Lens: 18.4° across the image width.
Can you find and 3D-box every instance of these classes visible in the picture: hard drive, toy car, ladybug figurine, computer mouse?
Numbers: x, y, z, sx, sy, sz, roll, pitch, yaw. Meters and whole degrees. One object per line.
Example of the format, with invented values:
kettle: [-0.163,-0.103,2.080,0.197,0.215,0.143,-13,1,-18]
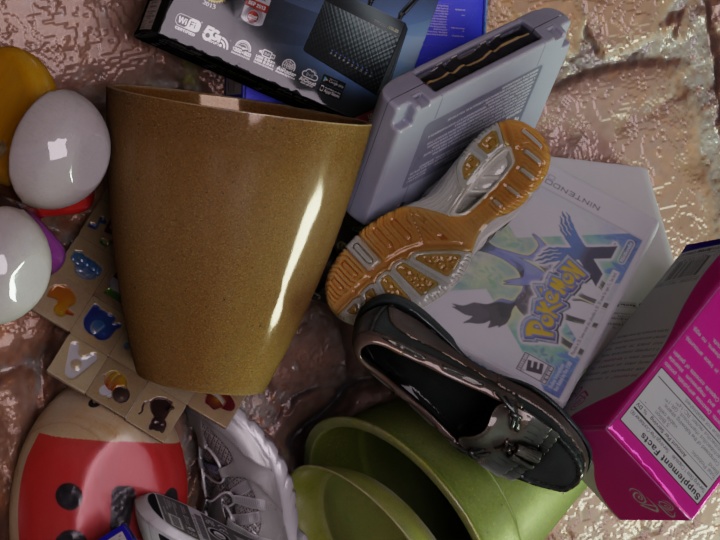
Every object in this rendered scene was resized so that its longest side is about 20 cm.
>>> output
hard drive: [0.189,0.001,1.741,0.132,0.027,0.200,5,55,-25]
toy car: [-0.257,-0.049,1.545,0.200,0.175,0.150,-64,151,-8]
ladybug figurine: [-0.186,0.178,1.624,0.136,0.072,0.200,2,94,-25]
computer mouse: [-0.084,0.221,1.602,0.200,0.110,0.044,28,100,-19]

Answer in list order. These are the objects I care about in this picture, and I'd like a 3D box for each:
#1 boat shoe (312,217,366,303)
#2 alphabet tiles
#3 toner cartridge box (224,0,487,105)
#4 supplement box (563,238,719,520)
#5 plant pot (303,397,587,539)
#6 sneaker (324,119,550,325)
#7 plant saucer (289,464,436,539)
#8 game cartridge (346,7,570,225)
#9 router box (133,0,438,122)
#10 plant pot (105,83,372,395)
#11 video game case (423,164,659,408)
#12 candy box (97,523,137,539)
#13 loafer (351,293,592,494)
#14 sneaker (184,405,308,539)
boat shoe: [0.001,-0.003,1.700,0.202,0.060,0.072,12,90,-25]
alphabet tiles: [-0.137,0.018,1.625,0.166,0.006,0.200,31,69,-3]
toner cartridge box: [-0.003,-0.170,1.694,0.200,0.043,0.095,2,94,-24]
supplement box: [0.242,0.079,1.637,0.103,0.101,0.200,48,68,-13]
plant pot: [0.092,0.147,1.701,0.190,0.200,0.200,-36,108,-30]
sneaker: [0.060,-0.024,1.627,0.200,0.088,0.076,-38,82,-9]
plant saucer: [0.018,0.223,1.653,0.031,0.200,0.200,-34,107,-28]
game cartridge: [0.070,-0.111,1.645,0.200,0.040,0.133,-29,148,-40]
router box: [-0.045,-0.202,1.615,0.200,0.062,0.150,22,84,-23]
plant pot: [-0.098,-0.019,1.551,0.186,0.186,0.200,6,96,-25]
video game case: [0.110,-0.009,1.683,0.182,0.022,0.200,28,54,6]
candy box: [-0.183,0.305,1.584,0.169,0.077,0.200,-33,129,-5]
loafer: [0.073,0.098,1.557,0.200,0.063,0.072,37,116,-4]
sneaker: [-0.092,0.184,1.665,0.082,0.075,0.200,-27,105,-21]
